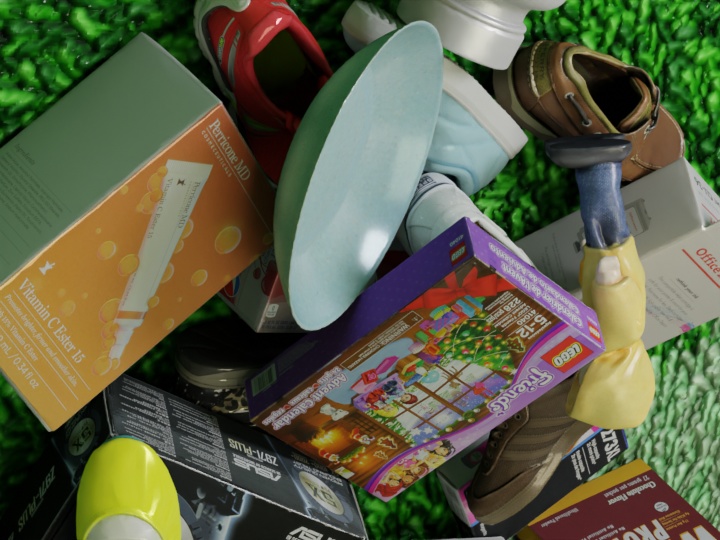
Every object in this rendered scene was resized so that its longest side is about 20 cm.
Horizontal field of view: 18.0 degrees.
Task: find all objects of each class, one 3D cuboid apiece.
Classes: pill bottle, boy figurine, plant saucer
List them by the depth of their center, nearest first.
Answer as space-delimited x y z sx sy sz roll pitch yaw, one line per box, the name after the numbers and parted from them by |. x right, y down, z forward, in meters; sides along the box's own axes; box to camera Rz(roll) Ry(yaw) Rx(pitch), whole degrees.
-0.010 -0.063 1.390 0.201 0.038 0.202 -55 158 -35 | plant saucer
0.102 -0.234 1.431 0.111 0.111 0.201 11 113 -43 | pill bottle
0.164 0.008 1.553 0.064 0.124 0.202 -5 103 0 | boy figurine

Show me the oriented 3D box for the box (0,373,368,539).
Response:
-0.123 0.181 1.507 0.199 0.086 0.164 26 112 -25 | box

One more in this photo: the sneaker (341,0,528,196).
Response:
0.039 -0.102 1.505 0.082 0.074 0.200 -52 137 0 | sneaker

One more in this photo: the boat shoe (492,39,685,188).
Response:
0.179 -0.107 1.601 0.199 0.068 0.073 18 68 -46 | boat shoe

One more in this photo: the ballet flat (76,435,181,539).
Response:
-0.147 0.202 1.422 0.066 0.067 0.202 3 119 -8 | ballet flat

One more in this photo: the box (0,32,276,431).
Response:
-0.160 -0.023 1.381 0.200 0.097 0.125 -41 138 -9 | box

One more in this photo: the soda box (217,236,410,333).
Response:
0.000 0.000 1.555 0.199 0.063 0.071 2 117 -41 | soda box

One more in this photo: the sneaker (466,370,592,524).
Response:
0.126 0.104 1.685 0.075 0.071 0.200 33 121 -12 | sneaker

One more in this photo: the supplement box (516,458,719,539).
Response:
0.231 0.306 1.870 0.132 0.197 0.201 -21 132 -26 | supplement box

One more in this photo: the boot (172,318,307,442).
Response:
-0.051 0.111 1.588 0.202 0.074 0.155 1 121 -30 | boot

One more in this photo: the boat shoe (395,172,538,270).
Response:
0.097 0.016 1.536 0.075 0.086 0.202 -42 137 -8 | boat shoe

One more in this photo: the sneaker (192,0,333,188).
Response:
-0.043 -0.101 1.430 0.077 0.085 0.200 -40 137 -7 | sneaker

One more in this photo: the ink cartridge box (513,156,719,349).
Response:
0.215 -0.008 1.660 0.199 0.068 0.116 -26 143 21 | ink cartridge box

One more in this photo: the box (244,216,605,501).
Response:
0.042 0.062 1.488 0.200 0.039 0.136 -37 131 25 | box

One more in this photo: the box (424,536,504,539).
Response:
0.029 0.321 1.743 0.199 0.131 0.200 2 124 -34 | box

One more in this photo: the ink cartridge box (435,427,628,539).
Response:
0.154 0.136 1.805 0.199 0.037 0.095 -37 137 -15 | ink cartridge box
